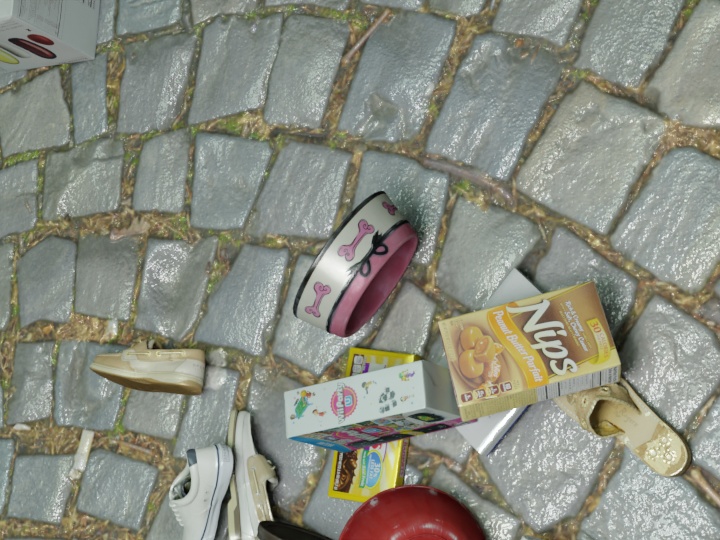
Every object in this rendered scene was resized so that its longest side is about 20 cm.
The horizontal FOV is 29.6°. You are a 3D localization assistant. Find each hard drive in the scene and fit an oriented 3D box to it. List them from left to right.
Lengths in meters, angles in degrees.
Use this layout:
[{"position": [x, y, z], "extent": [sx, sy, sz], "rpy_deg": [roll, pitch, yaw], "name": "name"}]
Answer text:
[{"position": [0.178, 0.115, 1.727], "extent": [0.201, 0.025, 0.132], "rpy_deg": [-52, 54, 10], "name": "hard drive"}]

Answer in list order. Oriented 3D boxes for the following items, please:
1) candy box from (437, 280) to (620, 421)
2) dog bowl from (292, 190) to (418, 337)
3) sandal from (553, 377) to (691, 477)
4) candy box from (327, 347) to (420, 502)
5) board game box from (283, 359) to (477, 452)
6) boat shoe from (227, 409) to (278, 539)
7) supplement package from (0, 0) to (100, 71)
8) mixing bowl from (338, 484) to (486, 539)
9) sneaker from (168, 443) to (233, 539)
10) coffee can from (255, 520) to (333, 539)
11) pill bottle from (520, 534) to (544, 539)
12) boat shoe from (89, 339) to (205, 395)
[{"position": [0.201, 0.097, 1.634], "extent": [0.197, 0.055, 0.117], "rpy_deg": [-15, 62, 3], "name": "candy box"}, {"position": [0.000, 0.000, 1.770], "extent": [0.073, 0.200, 0.201], "rpy_deg": [36, 98, 12], "name": "dog bowl"}, {"position": [0.300, 0.168, 1.628], "extent": [0.211, 0.069, 0.078], "rpy_deg": [38, 98, 30], "name": "sandal"}, {"position": [0.018, 0.206, 1.802], "extent": [0.101, 0.026, 0.203], "rpy_deg": [4, 81, 27], "name": "candy box"}, {"position": [0.026, 0.171, 1.702], "extent": [0.198, 0.147, 0.065], "rpy_deg": [-15, 69, 28], "name": "board game box"}, {"position": [-0.146, 0.287, 1.856], "extent": [0.067, 0.075, 0.203], "rpy_deg": [-4, 67, 0], "name": "boat shoe"}, {"position": [-0.548, -0.423, 2.155], "extent": [0.189, 0.199, 0.149], "rpy_deg": [-3, 78, 29], "name": "supplement package"}, {"position": [0.069, 0.362, 1.637], "extent": [0.197, 0.108, 0.203], "rpy_deg": [1, 83, -6], "name": "mixing bowl"}, {"position": [-0.228, 0.312, 1.850], "extent": [0.073, 0.070, 0.202], "rpy_deg": [-112, 33, -54], "name": "sneaker"}, {"position": [-0.094, 0.442, 1.743], "extent": [0.145, 0.146, 0.202], "rpy_deg": [18, 89, 31], "name": "coffee can"}, {"position": [0.197, 0.424, 1.603], "extent": [0.115, 0.116, 0.202], "rpy_deg": [21, 90, 31], "name": "pill bottle"}, {"position": [-0.304, 0.135, 1.977], "extent": [0.198, 0.074, 0.070], "rpy_deg": [5, 70, 29], "name": "boat shoe"}]
